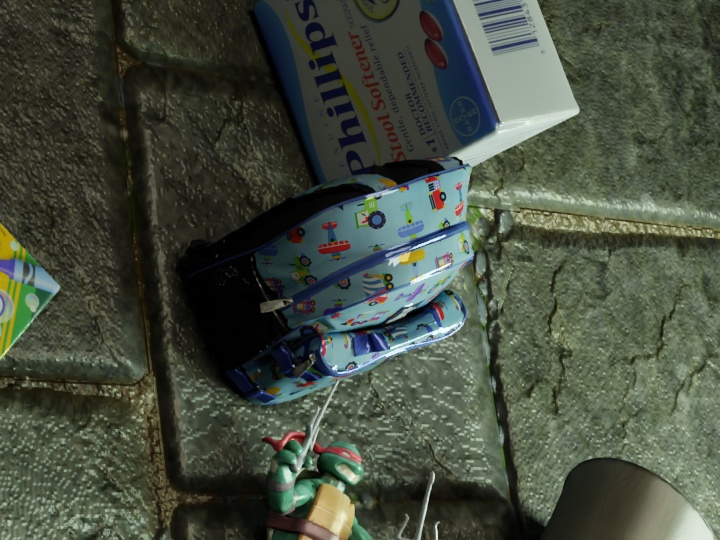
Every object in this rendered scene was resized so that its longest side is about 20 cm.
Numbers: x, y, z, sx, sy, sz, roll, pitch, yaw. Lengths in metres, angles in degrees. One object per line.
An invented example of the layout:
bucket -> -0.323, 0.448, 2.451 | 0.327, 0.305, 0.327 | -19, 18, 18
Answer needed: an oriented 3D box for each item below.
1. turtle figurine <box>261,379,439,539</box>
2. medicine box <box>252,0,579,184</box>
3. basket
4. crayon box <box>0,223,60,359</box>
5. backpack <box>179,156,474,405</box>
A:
turtle figurine -> -0.024, 0.190, 1.614 | 0.149, 0.101, 0.201 | 28, 69, -23
medicine box -> 0.040, -0.163, 1.740 | 0.103, 0.199, 0.183 | -17, 84, -45
basket -> 0.173, 0.274, 1.722 | 0.200, 0.135, 0.181 | -55, 145, -34
crayon box -> -0.299, 0.036, 1.474 | 0.126, 0.051, 0.200 | 48, 49, -15
backpack -> 0.000, 0.000, 1.641 | 0.182, 0.200, 0.135 | -17, 84, -44
